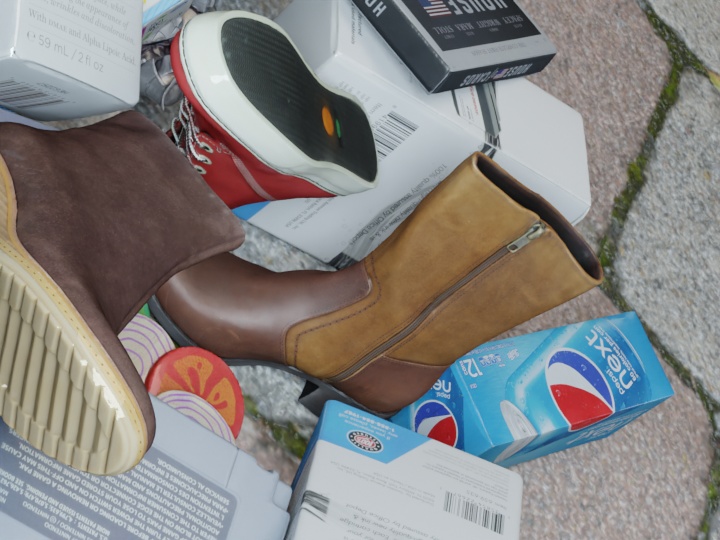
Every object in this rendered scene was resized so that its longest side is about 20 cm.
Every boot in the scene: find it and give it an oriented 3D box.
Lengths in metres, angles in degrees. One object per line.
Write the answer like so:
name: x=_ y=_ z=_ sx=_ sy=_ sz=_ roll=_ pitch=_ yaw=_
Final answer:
boot: x=-0.088 y=-0.068 z=1.026 sx=0.200 sy=0.143 sz=0.073 roll=35 pitch=46 yaw=-66
boot: x=-0.109 y=-0.003 z=0.889 sx=0.166 sy=0.073 sz=0.200 roll=-16 pitch=52 yaw=-44
boot: x=0.000 y=0.000 z=1.062 sx=0.188 sy=0.200 sz=0.069 roll=38 pitch=42 yaw=-19

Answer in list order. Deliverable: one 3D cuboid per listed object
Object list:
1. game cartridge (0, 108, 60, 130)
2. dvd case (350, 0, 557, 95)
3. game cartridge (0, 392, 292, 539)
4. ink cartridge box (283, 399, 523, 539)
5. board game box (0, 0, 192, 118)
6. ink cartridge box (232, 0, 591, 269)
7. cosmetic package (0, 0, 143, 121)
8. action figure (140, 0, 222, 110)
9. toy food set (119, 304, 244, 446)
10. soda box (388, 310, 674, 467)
game cartridge: x=-0.223 y=-0.046 z=0.950 sx=0.198 sy=0.038 sz=0.130 roll=20 pitch=40 yaw=-16
dvd case: x=0.017 y=-0.189 z=1.144 sx=0.200 sy=0.025 sz=0.150 roll=51 pitch=29 yaw=12
game cartridge: x=-0.128 y=0.112 z=0.905 sx=0.199 sy=0.041 sz=0.134 roll=34 pitch=58 yaw=-24
ink cartridge box: x=0.012 y=0.161 z=0.963 sx=0.115 sy=0.067 sz=0.200 roll=23 pitch=30 yaw=-5
board game box: x=-0.202 y=-0.191 z=1.071 sx=0.134 sy=0.034 sz=0.201 roll=-36 pitch=88 yaw=-19
ink cartridge box: x=0.019 y=-0.071 z=1.178 sx=0.199 sy=0.144 sz=0.085 roll=28 pitch=43 yaw=-29
cosmetic package: x=-0.163 y=-0.186 z=1.001 sx=0.101 sy=0.073 sz=0.202 roll=19 pitch=69 yaw=-57
action figure: x=-0.146 y=-0.180 z=1.152 sx=0.130 sy=0.069 sz=0.201 roll=-16 pitch=77 yaw=-53
toy food set: x=-0.136 y=0.085 z=0.982 sx=0.197 sy=0.049 sz=0.202 roll=14 pitch=53 yaw=-40
soda box: x=0.107 y=0.079 z=1.221 sx=0.199 sy=0.068 sz=0.065 roll=-10 pitch=69 yaw=-49
